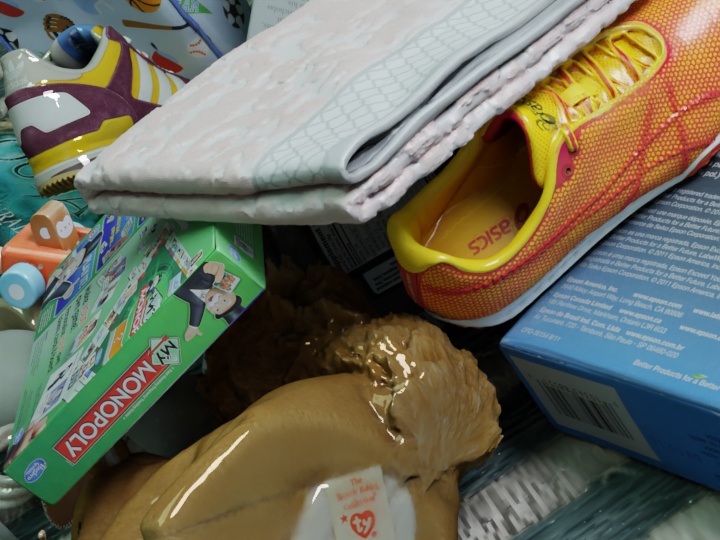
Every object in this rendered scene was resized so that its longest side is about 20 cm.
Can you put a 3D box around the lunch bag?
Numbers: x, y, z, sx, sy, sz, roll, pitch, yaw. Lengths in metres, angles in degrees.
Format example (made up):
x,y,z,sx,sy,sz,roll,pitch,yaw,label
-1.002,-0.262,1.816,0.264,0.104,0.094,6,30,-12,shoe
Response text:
x,y,z,sx,sy,sz,roll,pitch,yaw,label
-0.165,-0.168,1.109,0.160,0.200,0.076,-14,40,31,lunch bag

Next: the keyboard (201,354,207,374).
x,y,z,sx,sy,sz,roll,pitch,yaw,label
0.000,0.000,0.905,0.200,0.011,0.056,-25,37,17,keyboard

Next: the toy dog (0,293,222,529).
x,y,z,sx,sy,sz,roll,pitch,yaw,label
-0.148,0.083,0.868,0.132,0.096,0.200,-29,32,-19,toy dog

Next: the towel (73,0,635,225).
x,y,z,sx,sy,sz,roll,pitch,yaw,label
-0.001,-0.085,0.713,0.200,0.032,0.191,-40,27,-31,towel

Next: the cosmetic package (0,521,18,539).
x,y,z,sx,sy,sz,roll,pitch,yaw,label
-0.239,0.138,0.807,0.200,0.107,0.090,34,101,49,cosmetic package

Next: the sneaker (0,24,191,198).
x,y,z,sx,sy,sz,roll,pitch,yaw,label
-0.138,-0.109,1.003,0.075,0.090,0.200,-18,7,25,sneaker

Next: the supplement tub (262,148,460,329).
x,y,z,sx,sy,sz,roll,pitch,yaw,label
0.033,-0.037,0.810,0.200,0.123,0.123,-29,31,11,supplement tub

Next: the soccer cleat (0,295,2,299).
x,y,z,sx,sy,sz,roll,pitch,yaw,label
-0.223,0.036,0.986,0.070,0.086,0.200,17,54,6,soccer cleat

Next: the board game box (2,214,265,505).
x,y,z,sx,sy,sz,roll,pitch,yaw,label
-0.099,0.005,0.762,0.135,0.029,0.200,-45,20,14,board game box

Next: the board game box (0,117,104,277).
x,y,z,sx,sy,sz,roll,pitch,yaw,label
-0.201,-0.047,1.046,0.135,0.028,0.200,-20,35,-34,board game box

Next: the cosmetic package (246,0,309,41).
x,y,z,sx,sy,sz,roll,pitch,yaw,label
0.002,-0.161,0.912,0.101,0.200,0.071,17,21,13,cosmetic package

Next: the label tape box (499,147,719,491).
x,y,z,sx,sy,sz,roll,pitch,yaw,label
0.175,-0.007,0.685,0.200,0.063,0.144,-46,31,-17,label tape box

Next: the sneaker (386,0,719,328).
x,y,z,sx,sy,sz,roll,pitch,yaw,label
0.095,-0.058,0.687,0.073,0.077,0.200,38,80,28,sneaker

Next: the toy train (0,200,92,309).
x,y,z,sx,sy,sz,roll,pitch,yaw,label
-0.111,-0.039,0.939,0.150,0.056,0.200,10,28,19,toy train

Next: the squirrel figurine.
x,y,z,sx,sy,sz,roll,pitch,yaw,label
-0.043,0.094,0.714,0.187,0.142,0.200,-11,39,54,squirrel figurine
